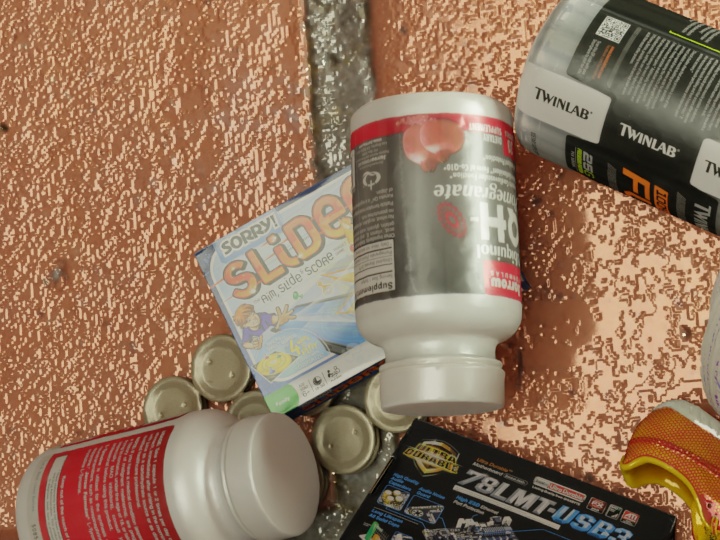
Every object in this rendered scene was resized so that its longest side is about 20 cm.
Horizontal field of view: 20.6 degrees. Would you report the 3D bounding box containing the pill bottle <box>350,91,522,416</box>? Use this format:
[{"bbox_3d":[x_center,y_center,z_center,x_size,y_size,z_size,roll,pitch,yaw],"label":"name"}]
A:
[{"bbox_3d":[0.050,-0.008,1.297,0.110,0.111,0.201,-6,79,20],"label":"pill bottle"}]

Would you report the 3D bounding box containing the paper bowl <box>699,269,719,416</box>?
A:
[{"bbox_3d":[0.294,0.025,1.203,0.201,0.200,0.104,-51,46,10],"label":"paper bowl"}]

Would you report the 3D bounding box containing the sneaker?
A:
[{"bbox_3d":[0.257,0.158,1.264,0.199,0.073,0.077,27,70,31],"label":"sneaker"}]

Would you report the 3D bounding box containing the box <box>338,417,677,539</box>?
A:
[{"bbox_3d":[0.079,0.211,1.288,0.199,0.050,0.199,19,52,20],"label":"box"}]

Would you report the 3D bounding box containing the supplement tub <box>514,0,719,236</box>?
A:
[{"bbox_3d":[0.210,-0.099,1.281,0.199,0.122,0.123,26,95,22],"label":"supplement tub"}]

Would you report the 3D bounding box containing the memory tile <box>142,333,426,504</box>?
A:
[{"bbox_3d":[-0.055,0.095,1.424,0.200,0.017,0.154,-40,73,14],"label":"memory tile"}]

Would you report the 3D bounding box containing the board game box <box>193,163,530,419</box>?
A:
[{"bbox_3d":[0.000,0.000,1.384,0.199,0.034,0.136,-30,75,7],"label":"board game box"}]

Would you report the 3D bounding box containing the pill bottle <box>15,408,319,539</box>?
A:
[{"bbox_3d":[-0.133,0.160,1.377,0.199,0.112,0.113,-16,80,30],"label":"pill bottle"}]
